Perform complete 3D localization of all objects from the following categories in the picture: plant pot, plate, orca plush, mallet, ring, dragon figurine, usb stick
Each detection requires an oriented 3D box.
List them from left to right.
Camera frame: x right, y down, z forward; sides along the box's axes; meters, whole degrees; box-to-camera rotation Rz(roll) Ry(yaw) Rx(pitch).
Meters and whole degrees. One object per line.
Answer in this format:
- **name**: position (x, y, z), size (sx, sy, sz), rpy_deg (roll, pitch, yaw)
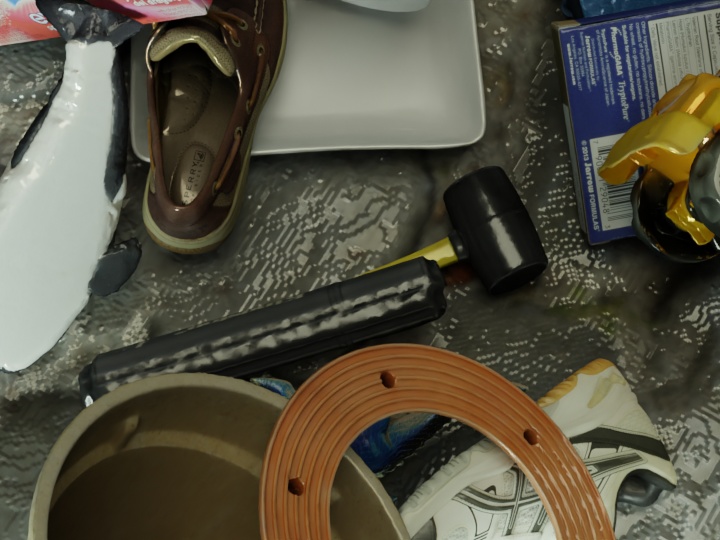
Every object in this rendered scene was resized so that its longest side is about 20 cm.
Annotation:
- **orca plush**: position (-0.174, -0.050, 1.129), size (0.104, 0.071, 0.202), rpy_deg (-2, 106, -19)
- **plant pot**: position (-0.098, 0.180, 0.979), size (0.199, 0.183, 0.202), rpy_deg (20, 48, -25)
- **usb stick**: position (-0.050, 0.034, 1.098), size (0.198, 0.055, 0.033), rpy_deg (-17, 105, 3)
- **plate**: position (-0.033, -0.154, 1.197), size (0.198, 0.032, 0.202), rpy_deg (-3, 71, -1)
- **dragon figurine**: position (-0.009, 0.107, 1.089), size (0.198, 0.059, 0.100), rpy_deg (-4, 72, 4)
- **mallet**: position (0.000, 0.000, 1.143), size (0.198, 0.041, 0.066), rpy_deg (-17, 72, -1)
- **ring**: position (0.038, 0.128, 0.965), size (0.199, 0.019, 0.202), rpy_deg (16, 56, -26)

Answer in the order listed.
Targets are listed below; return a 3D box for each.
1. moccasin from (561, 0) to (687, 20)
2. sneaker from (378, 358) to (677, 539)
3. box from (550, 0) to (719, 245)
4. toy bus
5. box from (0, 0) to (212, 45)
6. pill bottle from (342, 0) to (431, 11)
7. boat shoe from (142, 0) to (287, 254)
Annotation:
- **moccasin**: position (0.139, -0.194, 1.183), size (0.080, 0.068, 0.202), rpy_deg (-15, 90, -8)
- **sneaker**: position (0.084, 0.123, 1.055), size (0.199, 0.076, 0.088), rpy_deg (-32, 80, -31)
- **box**: position (0.211, -0.092, 1.146), size (0.198, 0.032, 0.122), rpy_deg (-10, 101, -2)
- **toy bus**: position (0.252, -0.066, 1.081), size (0.199, 0.136, 0.193), rpy_deg (33, 82, -6)
- **box**: position (-0.159, -0.193, 1.124), size (0.199, 0.095, 0.100), rpy_deg (0, 63, 44)
- **pill bottle**: position (0.021, -0.254, 1.149), size (0.113, 0.114, 0.201), rpy_deg (16, 80, 6)
- **boat shoe**: position (-0.082, -0.113, 1.129), size (0.072, 0.072, 0.202), rpy_deg (9, 72, 4)
